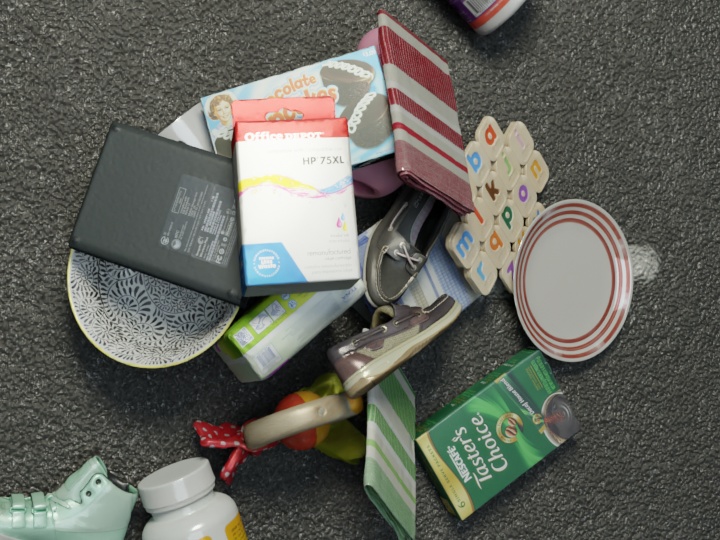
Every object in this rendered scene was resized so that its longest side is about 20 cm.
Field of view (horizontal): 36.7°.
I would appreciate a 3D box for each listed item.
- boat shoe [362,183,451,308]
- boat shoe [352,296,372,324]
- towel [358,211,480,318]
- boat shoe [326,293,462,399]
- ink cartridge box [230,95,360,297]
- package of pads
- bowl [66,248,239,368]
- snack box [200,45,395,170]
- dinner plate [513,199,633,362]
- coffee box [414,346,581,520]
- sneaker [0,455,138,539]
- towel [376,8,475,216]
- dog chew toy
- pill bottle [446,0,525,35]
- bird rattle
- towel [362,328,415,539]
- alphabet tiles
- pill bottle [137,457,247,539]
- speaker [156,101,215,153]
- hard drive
[{"bbox_3d":[0.060,-0.049,1.233,0.067,0.057,0.202,39,58,-25],"label":"boat shoe"},{"bbox_3d":[0.000,0.000,1.285,0.200,0.072,0.062,47,53,-15],"label":"boat shoe"},{"bbox_3d":[0.072,-0.006,1.285,0.199,0.024,0.149,-33,101,-39],"label":"towel"},{"bbox_3d":[0.039,0.067,1.183,0.199,0.072,0.065,-34,85,-42],"label":"boat shoe"},{"bbox_3d":[-0.067,-0.082,1.071,0.114,0.067,0.204,-4,81,-10],"label":"ink cartridge box"},{"bbox_3d":[-0.079,0.050,1.182,0.154,0.200,0.069,-41,94,-13],"label":"package of pads"},{"bbox_3d":[-0.209,0.008,1.182,0.196,0.094,0.205,-1,81,7],"label":"bowl"},{"bbox_3d":[-0.062,-0.155,1.167,0.196,0.037,0.118,-17,86,-1],"label":"snack box"},{"bbox_3d":[0.266,0.013,1.369,0.197,0.024,0.205,0,90,-30],"label":"dinner plate"},{"bbox_3d":[0.166,0.200,1.342,0.198,0.044,0.124,-32,100,-15],"label":"coffee box"},{"bbox_3d":[-0.337,0.241,1.166,0.198,0.074,0.120,27,89,-26],"label":"sneaker"},{"bbox_3d":[0.068,-0.170,1.188,0.143,0.022,0.204,26,50,-51],"label":"towel"},{"bbox_3d":[0.018,-0.190,1.257,0.123,0.124,0.204,19,77,-16],"label":"dog chew toy"},{"bbox_3d":[0.115,-0.389,1.287,0.200,0.111,0.112,43,79,-13],"label":"pill bottle"},{"bbox_3d":[-0.081,0.167,1.212,0.197,0.163,0.115,-3,73,-26],"label":"bird rattle"},{"bbox_3d":[0.031,0.184,1.215,0.023,0.153,0.203,-11,50,16],"label":"towel"},{"bbox_3d":[0.168,-0.076,1.308,0.196,0.014,0.202,52,58,-37],"label":"alphabet tiles"},{"bbox_3d":[-0.176,0.318,1.199,0.111,0.113,0.204,-20,96,-16],"label":"pill bottle"},{"bbox_3d":[-0.151,-0.085,1.222,0.081,0.081,0.201,-38,101,-13],"label":"speaker"},{"bbox_3d":[-0.191,-0.060,1.127,0.197,0.033,0.142,18,83,9],"label":"hard drive"}]
